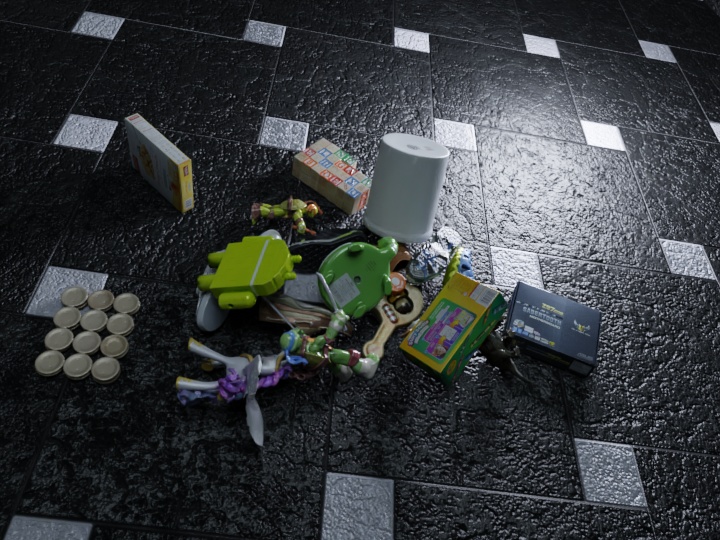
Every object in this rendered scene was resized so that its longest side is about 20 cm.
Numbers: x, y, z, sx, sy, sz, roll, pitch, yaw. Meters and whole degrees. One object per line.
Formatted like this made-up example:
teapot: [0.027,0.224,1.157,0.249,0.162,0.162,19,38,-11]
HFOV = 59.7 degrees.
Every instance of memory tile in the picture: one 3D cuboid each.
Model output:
memory tile: [-0.508,0.118,1.182,0.151,0.017,0.202,7,48,-7]

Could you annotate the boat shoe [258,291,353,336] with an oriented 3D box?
boat shoe: [-0.112,0.102,1.257,0.197,0.076,0.073,19,81,-7]

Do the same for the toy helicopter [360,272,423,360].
toy helicopter: [0.069,0.113,1.292,0.131,0.079,0.201,32,61,4]

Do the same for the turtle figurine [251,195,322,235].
turtle figurine: [-0.164,-0.130,1.411,0.159,0.065,0.201,-3,29,-4]

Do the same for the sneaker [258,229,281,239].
sneaker: [-0.196,-0.023,1.309,0.075,0.087,0.201,34,42,-17]

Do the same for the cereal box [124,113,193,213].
cereal box: [-0.454,-0.242,1.417,0.199,0.145,0.039,39,54,22]

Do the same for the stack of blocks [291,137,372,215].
stack of blocks: [-0.059,-0.234,1.555,0.199,0.059,0.115,37,52,19]

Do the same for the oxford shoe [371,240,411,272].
oxford shoe: [0.033,-0.011,1.379,0.198,0.072,0.072,-18,59,-27]

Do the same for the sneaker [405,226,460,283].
sneaker: [0.159,-0.019,1.393,0.075,0.077,0.200,39,44,12]

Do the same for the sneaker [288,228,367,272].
sneaker: [-0.080,-0.052,1.405,0.197,0.073,0.083,-11,29,-22]

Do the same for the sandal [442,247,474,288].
sandal: [0.225,0.039,1.379,0.086,0.080,0.202,16,57,-3]

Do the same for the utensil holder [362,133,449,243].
utensil holder: [0.103,-0.190,1.429,0.167,0.203,0.171,9,28,-5]

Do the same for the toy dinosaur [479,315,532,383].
toy dinosaur: [0.273,0.153,1.280,0.199,0.103,0.077,37,58,7]

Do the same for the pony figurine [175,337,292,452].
pony figurine: [-0.215,0.197,1.100,0.197,0.169,0.194,4,33,-4]

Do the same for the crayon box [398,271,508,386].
crayon box: [0.182,0.111,1.233,0.118,0.058,0.201,27,74,46]

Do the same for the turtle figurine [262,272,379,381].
turtle figurine: [-0.061,0.116,1.154,0.193,0.144,0.201,36,23,-35]

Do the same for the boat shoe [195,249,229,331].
boat shoe: [-0.297,0.040,1.271,0.064,0.074,0.202,-5,43,21]

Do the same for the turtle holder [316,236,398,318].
turtle holder: [-0.011,-0.002,1.269,0.139,0.132,0.188,25,87,-14]

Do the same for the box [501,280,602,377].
box: [0.415,0.123,1.359,0.198,0.051,0.159,22,48,7]

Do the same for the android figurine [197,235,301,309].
android figurine: [-0.210,-0.002,1.204,0.197,0.041,0.184,-4,45,15]
